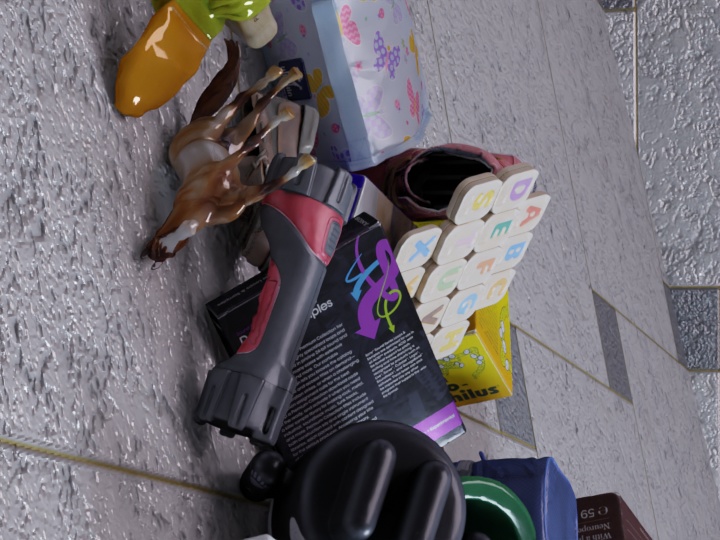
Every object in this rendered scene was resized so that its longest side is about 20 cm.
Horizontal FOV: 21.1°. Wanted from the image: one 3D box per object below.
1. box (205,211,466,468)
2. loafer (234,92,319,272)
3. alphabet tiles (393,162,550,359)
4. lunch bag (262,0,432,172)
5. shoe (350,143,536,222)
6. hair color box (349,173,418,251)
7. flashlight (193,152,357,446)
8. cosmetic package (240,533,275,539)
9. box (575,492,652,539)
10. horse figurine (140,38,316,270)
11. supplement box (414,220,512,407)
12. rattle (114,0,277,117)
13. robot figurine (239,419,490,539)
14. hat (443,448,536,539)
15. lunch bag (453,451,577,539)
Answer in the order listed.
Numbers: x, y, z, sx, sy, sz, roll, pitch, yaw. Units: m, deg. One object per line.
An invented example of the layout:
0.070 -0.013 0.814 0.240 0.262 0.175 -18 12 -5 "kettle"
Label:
-0.016 0.075 1.452 0.036 0.143 0.201 37 -27 58 "box"
-0.078 -0.072 1.506 0.063 0.072 0.200 26 34 -11 "loafer"
0.081 0.001 1.606 0.015 0.201 0.195 40 35 27 "alphabet tiles"
-0.016 -0.182 1.664 0.200 0.126 0.170 -76 151 -75 "lunch bag"
0.044 -0.076 1.654 0.091 0.199 0.072 10 80 -63 "shoe"
0.000 0.000 1.613 0.200 0.064 0.110 41 64 -63 "hair color box"
-0.063 0.019 1.355 0.068 0.068 0.201 25 75 -18 "flashlight"
-0.054 0.260 1.272 0.200 0.084 0.108 46 32 -56 "cosmetic package"
0.207 0.347 1.877 0.164 0.165 0.201 52 29 -54 "box"
-0.097 -0.085 1.377 0.050 0.132 0.200 43 19 -30 "horse figurine"
0.073 0.019 1.807 0.110 0.108 0.201 57 27 -46 "supplement box"
-0.162 -0.218 1.400 0.200 0.143 0.130 46 9 19 "rattle"
0.003 0.172 1.363 0.151 0.124 0.200 58 -19 6 "robot figurine"
0.043 0.226 1.659 0.176 0.199 0.166 25 -47 57 "hat"
0.121 0.258 1.733 0.136 0.132 0.201 54 33 -58 "lunch bag"
